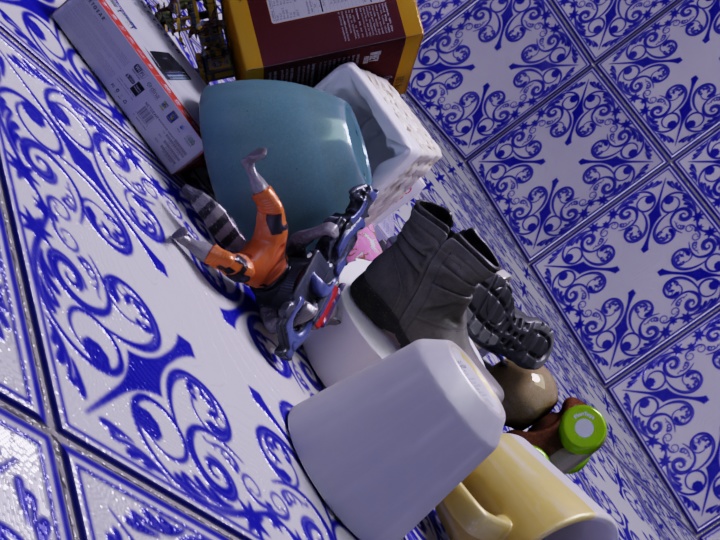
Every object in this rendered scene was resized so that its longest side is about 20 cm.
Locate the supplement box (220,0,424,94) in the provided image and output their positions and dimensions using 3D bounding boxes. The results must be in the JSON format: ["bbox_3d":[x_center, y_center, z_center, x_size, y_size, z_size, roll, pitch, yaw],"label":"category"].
[{"bbox_3d":[-0.048,-0.273,1.528,0.197,0.199,0.133,109,-33,-77],"label":"supplement box"}]

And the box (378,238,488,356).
[{"bbox_3d":[0.095,0.049,1.893,0.159,0.048,0.200,52,10,27],"label":"box"}]

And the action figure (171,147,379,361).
[{"bbox_3d":[-0.073,-0.025,1.269,0.104,0.200,0.194,1,-44,43],"label":"action figure"}]

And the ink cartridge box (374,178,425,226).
[{"bbox_3d":[-0.030,-0.133,1.714,0.200,0.147,0.086,40,18,-55],"label":"ink cartridge box"}]

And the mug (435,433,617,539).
[{"bbox_3d":[0.146,0.228,1.302,0.153,0.149,0.187,53,-18,41],"label":"mug"}]

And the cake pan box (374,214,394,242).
[{"bbox_3d":[-0.022,-0.121,1.967,0.184,0.052,0.200,53,11,-14],"label":"cake pan box"}]

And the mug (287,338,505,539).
[{"bbox_3d":[0.037,0.128,1.177,0.149,0.153,0.187,46,13,-31],"label":"mug"}]

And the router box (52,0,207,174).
[{"bbox_3d":[-0.215,-0.199,1.398,0.200,0.049,0.180,53,11,-3],"label":"router box"}]

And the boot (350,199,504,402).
[{"bbox_3d":[0.092,0.036,1.303,0.200,0.131,0.068,46,25,8],"label":"boot"}]

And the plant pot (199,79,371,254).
[{"bbox_3d":[-0.065,-0.109,1.365,0.200,0.134,0.201,-15,90,-80],"label":"plant pot"}]

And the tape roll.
[{"bbox_3d":[0.035,0.084,1.384,0.202,0.071,0.203,33,26,-19],"label":"tape roll"}]

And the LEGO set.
[{"bbox_3d":[-0.219,-0.301,1.523,0.200,0.115,0.154,89,-14,-60],"label":"LEGO set"}]

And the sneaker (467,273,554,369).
[{"bbox_3d":[0.141,0.053,1.508,0.079,0.076,0.200,22,-14,43],"label":"sneaker"}]

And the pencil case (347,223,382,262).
[{"bbox_3d":[0.000,0.000,1.606,0.200,0.083,0.087,-115,-158,-48],"label":"pencil case"}]

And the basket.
[{"bbox_3d":[-0.023,-0.118,1.508,0.136,0.200,0.123,54,22,14],"label":"basket"}]

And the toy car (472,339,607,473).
[{"bbox_3d":[0.181,0.166,1.601,0.200,0.158,0.164,54,-9,16],"label":"toy car"}]

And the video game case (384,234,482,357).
[{"bbox_3d":[0.078,0.074,1.634,0.200,0.019,0.143,56,-27,31],"label":"video game case"}]

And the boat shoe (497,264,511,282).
[{"bbox_3d":[0.117,0.049,1.640,0.060,0.200,0.072,45,52,14],"label":"boat shoe"}]
